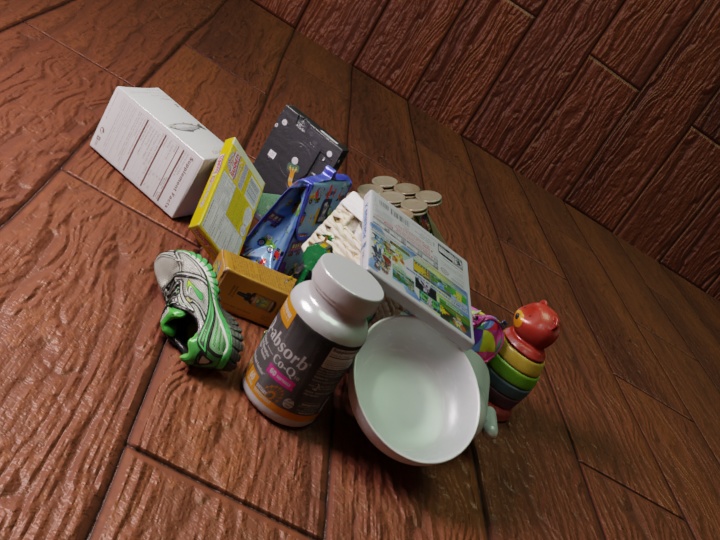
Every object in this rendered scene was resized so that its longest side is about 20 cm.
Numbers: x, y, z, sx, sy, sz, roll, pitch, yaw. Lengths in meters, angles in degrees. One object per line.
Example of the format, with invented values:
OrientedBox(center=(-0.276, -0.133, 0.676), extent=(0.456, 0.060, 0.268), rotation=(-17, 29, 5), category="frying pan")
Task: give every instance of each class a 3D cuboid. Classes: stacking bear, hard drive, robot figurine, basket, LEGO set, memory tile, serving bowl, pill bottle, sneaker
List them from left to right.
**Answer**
OrientedBox(center=(-0.223, 0.042, 1.123), extent=(0.084, 0.079, 0.201), rotation=(10, 32, -45), category="sneaker")
OrientedBox(center=(-0.124, -0.170, 1.554), extent=(0.139, 0.202, 0.038), rotation=(38, 19, 14), category="hard drive")
OrientedBox(center=(-0.059, 0.087, 1.101), extent=(0.115, 0.202, 0.117), rotation=(28, 21, -12), category="pill bottle")
OrientedBox(center=(-0.042, 0.055, 1.223), extent=(0.151, 0.204, 0.116), rotation=(22, 12, 7), category="LEGO set")
OrientedBox(center=(0.000, 0.000, 1.375), extent=(0.136, 0.123, 0.201), rotation=(45, -12, 26), category="basket")
OrientedBox(center=(0.042, -0.116, 1.538), extent=(0.151, 0.017, 0.199), rotation=(21, 33, 30), category="memory tile")
OrientedBox(center=(0.063, 0.165, 1.163), extent=(0.196, 0.066, 0.205), rotation=(14, 59, -24), category="serving bowl")
OrientedBox(center=(0.136, 0.187, 1.301), extent=(0.168, 0.114, 0.200), rotation=(32, 22, 0), category="robot figurine")
OrientedBox(center=(0.259, 0.142, 1.459), extent=(0.112, 0.202, 0.122), rotation=(26, 21, -16), category="stacking bear")

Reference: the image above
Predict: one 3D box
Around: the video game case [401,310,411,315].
OrientedBox(center=(0.064, 0.061, 1.597), extent=(0.141, 0.018, 0.201), rotation=(22, 24, -30), category="video game case")

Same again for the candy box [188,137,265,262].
OrientedBox(center=(-0.205, -0.104, 1.361), extent=(0.103, 0.026, 0.203), rotation=(56, 34, -37), category="candy box")

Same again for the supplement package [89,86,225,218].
OrientedBox(center=(-0.320, -0.196, 1.430), extent=(0.199, 0.118, 0.117), rotation=(39, 21, 12), category="supplement package")

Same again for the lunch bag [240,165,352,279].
OrientedBox(center=(-0.095, -0.084, 1.412), extent=(0.094, 0.202, 0.150), rotation=(39, 22, 17), category="lunch bag")

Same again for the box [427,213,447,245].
OrientedBox(center=(0.110, -0.047, 1.671), extent=(0.202, 0.077, 0.095), rotation=(57, -13, -19), category="box")

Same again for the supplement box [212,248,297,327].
OrientedBox(center=(-0.129, 0.041, 1.282), extent=(0.197, 0.067, 0.069), rotation=(24, 23, -28), category="supplement box")

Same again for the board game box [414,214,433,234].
OrientedBox(center=(0.113, -0.020, 1.585), extent=(0.104, 0.023, 0.204), rotation=(-37, 112, -49), category="board game box")

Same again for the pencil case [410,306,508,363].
OrientedBox(center=(0.161, 0.086, 1.467), extent=(0.087, 0.090, 0.199), rotation=(20, 3, -31), category="pencil case")

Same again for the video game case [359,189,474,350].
OrientedBox(center=(0.080, -0.002, 1.230), extent=(0.198, 0.022, 0.184), rotation=(35, 32, -23), category="video game case")
